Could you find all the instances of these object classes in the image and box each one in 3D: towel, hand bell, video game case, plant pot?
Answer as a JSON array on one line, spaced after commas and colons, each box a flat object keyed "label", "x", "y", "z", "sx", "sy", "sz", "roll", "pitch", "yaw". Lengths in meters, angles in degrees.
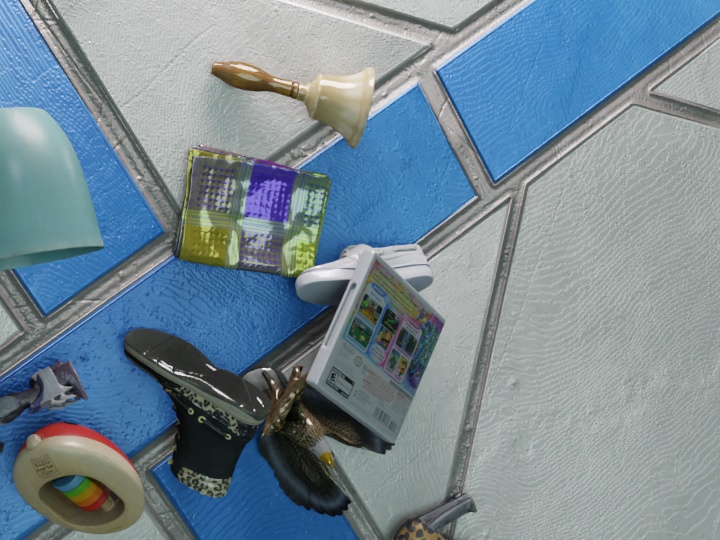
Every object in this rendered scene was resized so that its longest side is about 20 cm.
[{"label": "towel", "x": -0.137, "y": -0.070, "z": 1.542, "sx": 0.197, "sy": 0.023, "sz": 0.146, "roll": 11, "pitch": 92, "yaw": -24}, {"label": "hand bell", "x": -0.090, "y": -0.226, "z": 1.519, "sx": 0.197, "sy": 0.104, "sz": 0.106, "roll": 12, "pitch": 93, "yaw": -12}, {"label": "video game case", "x": 0.025, "y": 0.100, "z": 1.551, "sx": 0.200, "sy": 0.023, "sz": 0.184, "roll": 42, "pitch": 66, "yaw": -47}, {"label": "plant pot", "x": -0.395, "y": -0.088, "z": 1.343, "sx": 0.198, "sy": 0.200, "sz": 0.164, "roll": -10, "pitch": 89, "yaw": -21}]

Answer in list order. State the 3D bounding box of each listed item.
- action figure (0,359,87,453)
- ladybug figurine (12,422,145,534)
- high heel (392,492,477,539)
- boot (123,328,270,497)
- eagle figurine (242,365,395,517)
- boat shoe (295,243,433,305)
[{"label": "action figure", "x": -0.420, "y": 0.167, "z": 1.407, "sx": 0.198, "sy": 0.130, "sz": 0.070, "roll": -25, "pitch": 78, "yaw": -22}, {"label": "ladybug figurine", "x": -0.333, "y": 0.242, "z": 1.448, "sx": 0.134, "sy": 0.073, "sz": 0.201, "roll": -18, "pitch": 137, "yaw": 11}, {"label": "high heel", "x": 0.126, "y": 0.429, "z": 1.692, "sx": 0.141, "sy": 0.071, "sz": 0.203, "roll": -22, "pitch": 89, "yaw": -25}, {"label": "boot", "x": -0.222, "y": 0.178, "z": 1.505, "sx": 0.202, "sy": 0.074, "sz": 0.155, "roll": 29, "pitch": 118, "yaw": 8}, {"label": "eagle figurine", "x": -0.061, "y": 0.213, "z": 1.576, "sx": 0.150, "sy": 0.153, "sz": 0.200, "roll": -16, "pitch": 145, "yaw": 19}, {"label": "boat shoe", "x": 0.000, "y": 0.000, "z": 1.591, "sx": 0.197, "sy": 0.074, "sz": 0.066, "roll": -2, "pitch": 61, "yaw": -31}]
